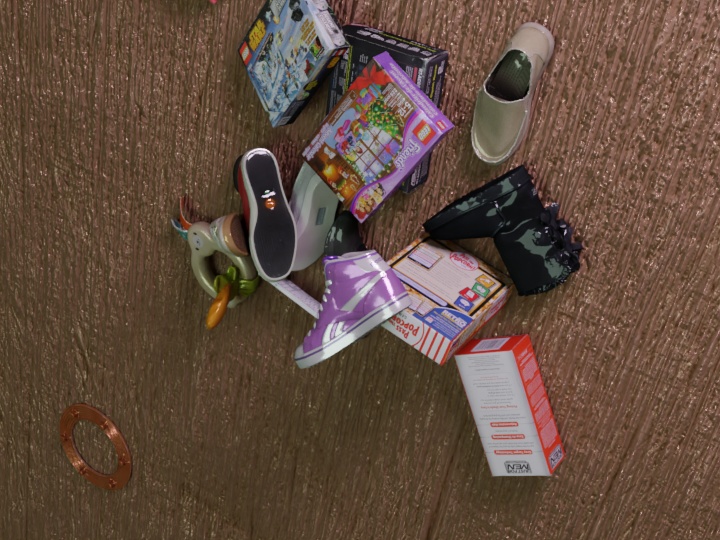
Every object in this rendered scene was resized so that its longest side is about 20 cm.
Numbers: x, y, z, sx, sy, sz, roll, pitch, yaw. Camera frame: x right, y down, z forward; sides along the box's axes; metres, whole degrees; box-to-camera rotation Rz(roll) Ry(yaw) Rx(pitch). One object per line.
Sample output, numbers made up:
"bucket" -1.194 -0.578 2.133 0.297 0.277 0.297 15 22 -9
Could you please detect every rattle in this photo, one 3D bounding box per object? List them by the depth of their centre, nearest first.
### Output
"rattle" -0.274 -0.010 1.780 0.200 0.143 0.130 51 149 -5

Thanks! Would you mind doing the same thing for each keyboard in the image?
"keyboard" -0.078 0.053 1.725 0.200 0.056 0.011 36 108 15

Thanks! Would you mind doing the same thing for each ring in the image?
"ring" -0.549 0.367 2.230 0.199 0.019 0.202 15 121 28

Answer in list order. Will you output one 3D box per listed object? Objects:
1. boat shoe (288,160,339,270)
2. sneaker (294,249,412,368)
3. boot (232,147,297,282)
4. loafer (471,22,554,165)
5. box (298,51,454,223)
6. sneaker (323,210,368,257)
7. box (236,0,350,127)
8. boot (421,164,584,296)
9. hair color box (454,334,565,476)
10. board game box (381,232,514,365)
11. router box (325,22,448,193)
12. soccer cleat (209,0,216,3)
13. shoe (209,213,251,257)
"boat shoe" -0.084 -0.087 1.657 0.069 0.072 0.201 58 149 35
"sneaker" -0.031 0.043 1.422 0.200 0.073 0.115 -36 86 30
"boot" -0.151 -0.083 1.665 0.144 0.072 0.201 -177 77 -74
"loafer" 0.184 -0.222 1.398 0.075 0.068 0.201 29 126 20
"box" 0.017 -0.177 1.472 0.137 0.039 0.200 47 130 5
"sneaker" 0.000 0.000 1.642 0.090 0.076 0.201 9 126 24
"box" -0.098 -0.312 1.520 0.200 0.040 0.138 -42 69 53
"boot" 0.195 -0.038 1.483 0.198 0.073 0.163 -26 99 39
"hair color box" 0.218 0.198 1.586 0.101 0.061 0.201 -8 106 37
"board game box" 0.104 0.031 1.492 0.151 0.200 0.046 34 128 18
"router box" 0.031 -0.226 1.506 0.149 0.062 0.201 24 124 25
"soccer cleat" -0.169 -0.451 1.544 0.199 0.068 0.073 -22 123 36
"shoe" -0.198 -0.050 1.669 0.053 0.200 0.070 -21 94 4
